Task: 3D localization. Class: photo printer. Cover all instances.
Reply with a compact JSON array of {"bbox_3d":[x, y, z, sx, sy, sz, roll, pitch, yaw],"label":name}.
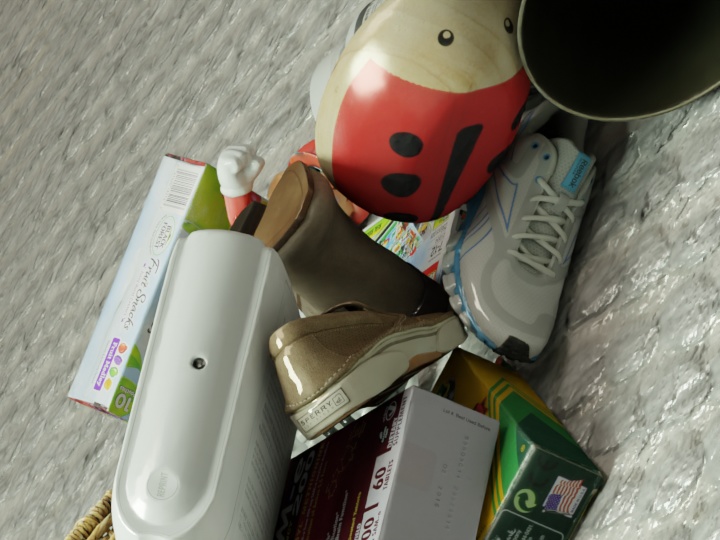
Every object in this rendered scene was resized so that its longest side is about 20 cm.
[{"bbox_3d":[-0.084,0.102,1.455,0.167,0.069,0.201,75,-156,-61],"label":"photo printer"}]

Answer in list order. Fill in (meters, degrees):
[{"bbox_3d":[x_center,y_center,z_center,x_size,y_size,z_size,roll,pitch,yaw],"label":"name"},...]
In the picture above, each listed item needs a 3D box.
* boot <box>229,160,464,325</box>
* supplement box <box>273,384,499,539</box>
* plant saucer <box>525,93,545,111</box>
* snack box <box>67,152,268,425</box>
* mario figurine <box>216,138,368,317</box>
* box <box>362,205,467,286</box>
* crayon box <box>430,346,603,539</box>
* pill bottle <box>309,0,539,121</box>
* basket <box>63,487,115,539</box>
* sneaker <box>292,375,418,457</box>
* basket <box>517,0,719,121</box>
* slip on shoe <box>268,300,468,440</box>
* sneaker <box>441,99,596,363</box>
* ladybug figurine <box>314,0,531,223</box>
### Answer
[{"bbox_3d":[0.000,0.000,1.579,0.070,0.146,0.200,-62,12,-9],"label":"boot"},{"bbox_3d":[-0.001,0.149,1.474,0.200,0.061,0.109,-36,35,57],"label":"supplement box"},{"bbox_3d":[0.126,-0.203,1.723,0.200,0.050,0.201,-52,23,33],"label":"plant saucer"},{"bbox_3d":[-0.127,0.031,1.964,0.053,0.142,0.201,15,79,41],"label":"snack box"},{"bbox_3d":[-0.065,-0.015,1.882,0.200,0.123,0.106,-55,33,-5],"label":"mario figurine"},{"bbox_3d":[0.028,0.007,1.752,0.200,0.035,0.111,-36,35,55],"label":"box"},{"bbox_3d":[0.063,0.128,1.497,0.127,0.051,0.200,-63,19,9],"label":"crayon box"},{"bbox_3d":[0.062,-0.144,1.644,0.200,0.113,0.114,-35,35,45],"label":"pill bottle"},{"bbox_3d":[-0.164,0.264,1.610,0.149,0.142,0.201,47,151,46],"label":"basket"},{"bbox_3d":[-0.030,0.113,1.734,0.200,0.075,0.081,-43,1,31],"label":"sneaker"},{"bbox_3d":[0.169,-0.212,1.507,0.180,0.136,0.200,-47,23,32],"label":"basket"},{"bbox_3d":[0.002,0.044,1.480,0.076,0.061,0.200,-38,-5,26],"label":"slip on shoe"},{"bbox_3d":[0.104,-0.035,1.555,0.087,0.075,0.201,-41,31,39],"label":"sneaker"},{"bbox_3d":[0.044,-0.094,1.520,0.072,0.135,0.200,59,153,29],"label":"ladybug figurine"}]
